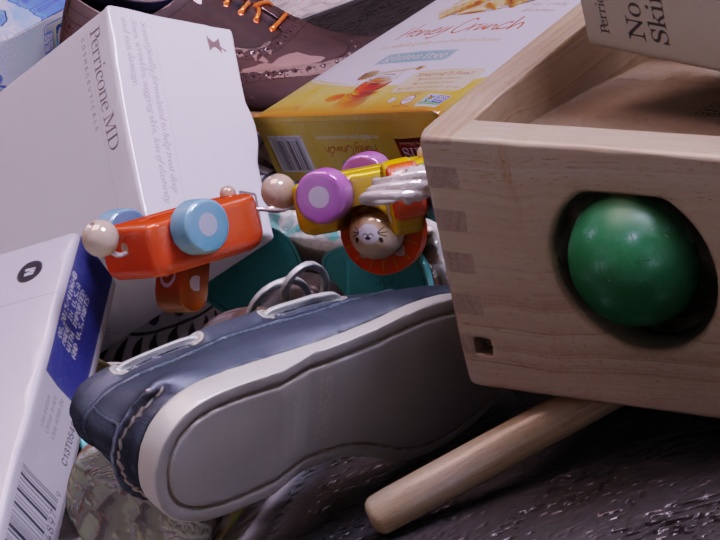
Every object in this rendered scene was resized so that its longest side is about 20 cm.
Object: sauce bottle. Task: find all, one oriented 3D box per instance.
[{"bbox_3d":[-0.052,0.054,1.072,0.065,0.065,0.200,-16,15,26],"label":"sauce bottle"}]

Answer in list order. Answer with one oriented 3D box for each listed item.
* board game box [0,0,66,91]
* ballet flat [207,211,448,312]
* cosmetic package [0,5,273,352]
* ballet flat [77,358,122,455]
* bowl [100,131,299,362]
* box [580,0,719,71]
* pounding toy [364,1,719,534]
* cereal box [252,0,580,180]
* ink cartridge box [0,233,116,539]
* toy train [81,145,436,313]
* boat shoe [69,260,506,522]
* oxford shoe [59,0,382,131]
[{"bbox_3d":[-0.221,-0.028,1.388,0.043,0.201,0.199,26,41,29],"label":"board game box"},{"bbox_3d":[0.000,0.000,1.206,0.072,0.072,0.200,-31,23,-31],"label":"ballet flat"},{"bbox_3d":[-0.137,-0.028,1.251,0.081,0.113,0.200,7,-31,-41],"label":"cosmetic package"},{"bbox_3d":[-0.130,0.063,1.175,0.071,0.071,0.200,-29,15,-24],"label":"ballet flat"},{"bbox_3d":[-0.096,-0.023,1.371,0.200,0.094,0.201,-21,13,5],"label":"bowl"},{"bbox_3d":[0.161,-0.106,0.870,0.068,0.082,0.200,-31,30,-32],"label":"box"},{"bbox_3d":[0.114,-0.004,0.942,0.184,0.143,0.200,6,31,35],"label":"pounding toy"},{"bbox_3d":[0.066,-0.104,1.227,0.200,0.040,0.144,-36,21,-31],"label":"cereal box"},{"bbox_3d":[-0.206,0.087,1.087,0.199,0.041,0.200,-18,39,22],"label":"ink cartridge box"},{"bbox_3d":[-0.009,-0.013,1.060,0.150,0.056,0.200,-18,8,-42],"label":"toy train"},{"bbox_3d":[-0.018,0.040,0.986,0.200,0.075,0.062,-21,39,-39],"label":"boat shoe"},{"bbox_3d":[-0.059,-0.112,1.328,0.199,0.073,0.071,0,18,13],"label":"oxford shoe"}]
